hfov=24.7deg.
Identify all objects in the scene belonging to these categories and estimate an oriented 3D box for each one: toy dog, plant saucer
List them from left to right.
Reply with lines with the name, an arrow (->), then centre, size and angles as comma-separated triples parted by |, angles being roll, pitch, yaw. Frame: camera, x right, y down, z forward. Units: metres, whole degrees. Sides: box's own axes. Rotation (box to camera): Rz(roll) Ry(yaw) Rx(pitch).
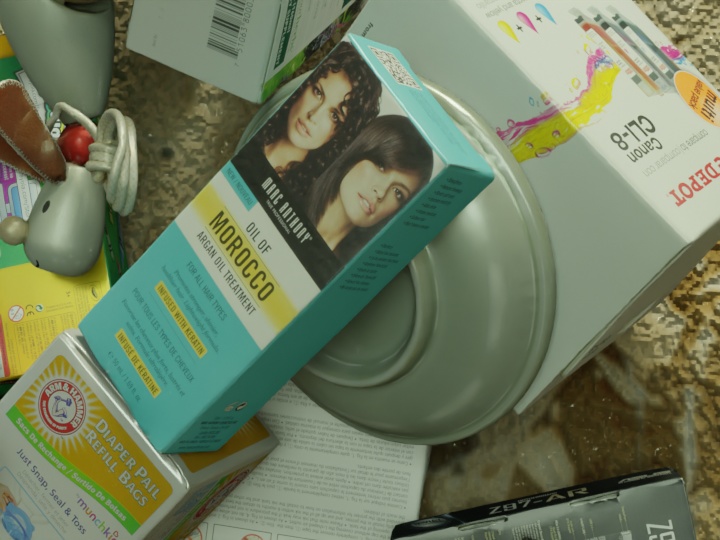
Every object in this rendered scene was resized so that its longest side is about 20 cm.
toy dog -> -0.178, -0.106, 0.875 | 0.095, 0.132, 0.202 | 3, 70, -20
plant saucer -> 0.000, 0.000, 0.819 | 0.198, 0.050, 0.202 | 14, 116, 31

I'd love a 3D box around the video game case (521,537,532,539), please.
video game case -> 0.123, 0.265, 0.837 | 0.199, 0.026, 0.182 | 30, 93, 2

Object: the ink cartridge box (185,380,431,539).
ink cartridge box -> -0.042, 0.117, 0.926 | 0.159, 0.050, 0.202 | 8, 96, 6

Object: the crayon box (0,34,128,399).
crayon box -> -0.202, -0.032, 0.949 | 0.117, 0.058, 0.202 | -11, 80, 3

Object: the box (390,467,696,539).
box -> 0.112, 0.219, 0.871 | 0.158, 0.044, 0.202 | -13, 91, 4

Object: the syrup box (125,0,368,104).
syrup box -> -0.042, -0.172, 0.881 | 0.081, 0.200, 0.079 | 23, 123, 10

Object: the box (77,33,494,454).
box -> -0.038, -0.008, 0.764 | 0.200, 0.049, 0.083 | -45, 67, 20

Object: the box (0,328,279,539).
box -> -0.155, 0.125, 0.863 | 0.101, 0.112, 0.200 | 48, 111, 10

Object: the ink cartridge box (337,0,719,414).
ink cartridge box -> 0.089, -0.061, 0.856 | 0.200, 0.145, 0.145 | 48, 128, 9
